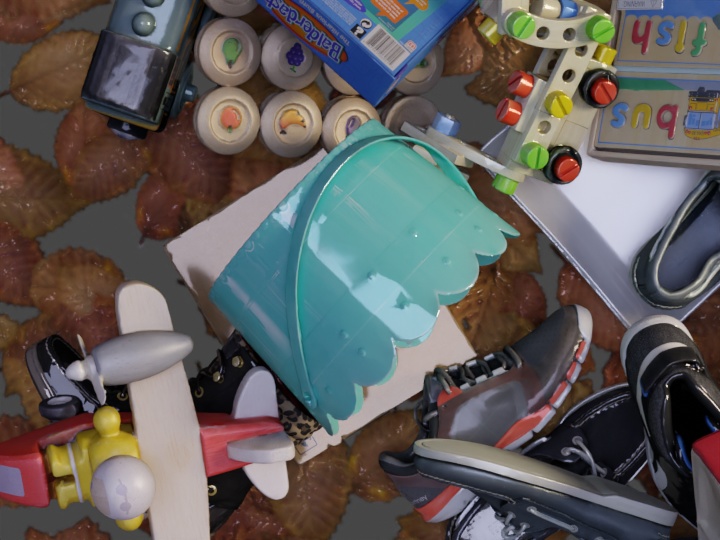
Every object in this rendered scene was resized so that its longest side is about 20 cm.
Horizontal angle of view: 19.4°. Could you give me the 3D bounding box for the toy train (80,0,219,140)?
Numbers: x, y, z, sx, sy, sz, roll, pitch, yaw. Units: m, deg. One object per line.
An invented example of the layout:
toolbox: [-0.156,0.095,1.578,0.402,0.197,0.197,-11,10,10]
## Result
toy train: [-0.146,-0.193,1.558,0.085,0.114,0.200,20,92,2]

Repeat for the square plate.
square plate: [0.225,-0.079,1.584,0.200,0.028,0.198,-42,88,3]

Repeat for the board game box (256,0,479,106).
board game box: [0.018,-0.233,1.530,0.152,0.045,0.200,43,56,2]

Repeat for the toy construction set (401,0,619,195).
toy construction set: [0.111,-0.132,1.520,0.131,0.092,0.200,19,119,-26]

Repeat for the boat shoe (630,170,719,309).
boat shoe: [0.278,-0.049,1.529,0.200,0.062,0.073,-45,89,3]

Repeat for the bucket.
bucket: [0.000,0.000,1.491,0.135,0.207,0.207,42,93,3]

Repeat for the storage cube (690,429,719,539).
storage cube: [0.344,0.191,1.432,0.180,0.171,0.200,-22,47,-10]

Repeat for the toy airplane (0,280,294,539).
toy airplane: [-0.143,0.135,1.475,0.200,0.141,0.199,39,106,-5]

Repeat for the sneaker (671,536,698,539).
sneaker: [0.286,0.253,1.565,0.200,0.074,0.081,3,131,19]

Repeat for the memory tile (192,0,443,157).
memory tile: [-0.028,-0.156,1.552,0.200,0.017,0.153,1,97,-26]

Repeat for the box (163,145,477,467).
box: [-0.030,0.023,1.602,0.163,0.021,0.200,-32,89,3]

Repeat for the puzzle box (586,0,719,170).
puzzle box: [0.257,-0.136,1.495,0.200,0.025,0.133,6,86,41]

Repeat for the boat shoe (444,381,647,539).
boat shoe: [0.148,0.154,1.576,0.200,0.060,0.074,-33,88,3]

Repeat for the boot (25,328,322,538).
boot: [-0.137,0.094,1.571,0.151,0.073,0.200,-40,93,15]

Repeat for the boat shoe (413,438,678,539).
boat shoe: [0.128,0.171,1.512,0.200,0.073,0.062,17,96,-10]

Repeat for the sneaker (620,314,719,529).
sneaker: [0.244,0.139,1.516,0.073,0.112,0.200,-25,114,6]

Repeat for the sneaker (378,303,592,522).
sneaker: [0.090,0.094,1.564,0.082,0.077,0.200,39,93,-10]
